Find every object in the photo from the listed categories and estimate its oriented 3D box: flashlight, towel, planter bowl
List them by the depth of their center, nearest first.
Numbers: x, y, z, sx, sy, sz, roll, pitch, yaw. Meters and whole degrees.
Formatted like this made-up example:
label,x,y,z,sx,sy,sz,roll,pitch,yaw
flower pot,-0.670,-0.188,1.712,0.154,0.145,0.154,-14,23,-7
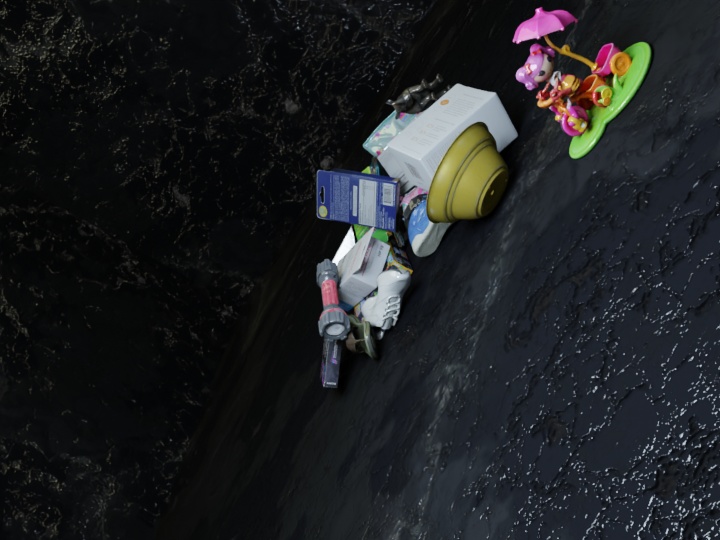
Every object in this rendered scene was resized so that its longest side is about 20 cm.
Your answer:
label,x,y,z,sx,sy,sz,roll,pitch,yaw
planter bowl,0.207,-0.156,1.381,0.200,0.083,0.202,-42,-29,-29
flashlight,-0.063,0.058,1.643,0.067,0.068,0.201,-35,39,23
towel,0.067,-0.169,1.834,0.021,0.202,0.147,-18,16,10

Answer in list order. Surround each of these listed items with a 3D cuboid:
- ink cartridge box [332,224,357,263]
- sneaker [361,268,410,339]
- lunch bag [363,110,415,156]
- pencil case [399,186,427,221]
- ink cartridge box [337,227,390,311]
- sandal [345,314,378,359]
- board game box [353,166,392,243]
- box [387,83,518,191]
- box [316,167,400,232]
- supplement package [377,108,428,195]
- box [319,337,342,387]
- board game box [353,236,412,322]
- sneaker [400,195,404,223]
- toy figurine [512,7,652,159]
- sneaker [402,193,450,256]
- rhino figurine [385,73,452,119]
label,x,y,z,sx,sy,sz,roll,pitch,yaw
ink cartridge box,-0.011,-0.066,1.963,0.202,0.047,0.160,-60,-7,0
sneaker,0.061,0.070,1.597,0.201,0.073,0.088,114,153,-50
lunch bag,0.127,-0.342,1.965,0.200,0.122,0.170,-50,-20,6
pencil case,0.163,-0.173,1.674,0.200,0.087,0.088,-43,22,53
ink cartridge box,0.000,0.000,1.729,0.200,0.066,0.117,-42,25,57
sandal,-0.008,0.146,1.628,0.057,0.081,0.201,-18,9,-14
board game box,0.019,-0.138,1.843,0.095,0.030,0.202,-34,58,39
box,0.180,-0.257,1.518,0.199,0.107,0.152,-40,30,-6
box,-0.006,-0.165,1.766,0.032,0.197,0.123,-47,-36,-57
supplement package,0.160,-0.288,1.750,0.155,0.111,0.200,-35,-1,-30
box,-0.066,0.184,1.738,0.200,0.036,0.145,149,127,-85
board game box,0.046,0.025,1.775,0.167,0.056,0.200,-60,13,15
sneaker,0.091,-0.154,1.972,0.070,0.083,0.200,0,34,48
toy figurine,0.305,-0.302,1.164,0.202,0.183,0.150,-60,12,3
sneaker,0.153,-0.134,1.575,0.201,0.076,0.112,-57,43,40
rhino figurine,0.120,-0.368,1.654,0.087,0.060,0.199,-27,3,38
